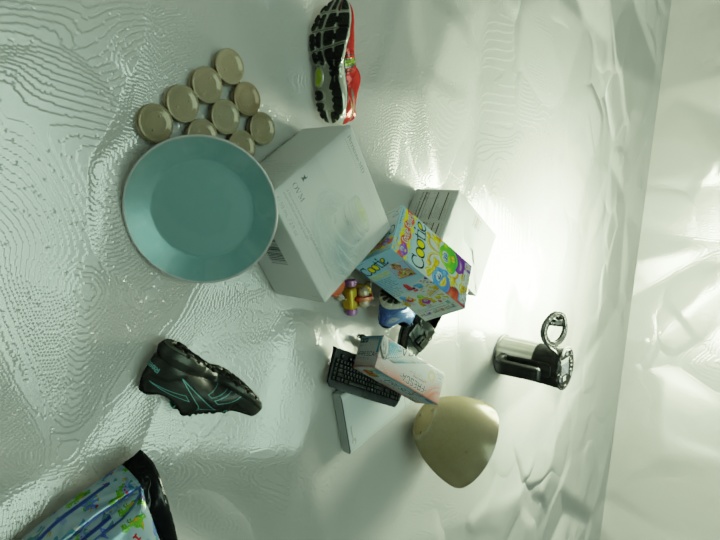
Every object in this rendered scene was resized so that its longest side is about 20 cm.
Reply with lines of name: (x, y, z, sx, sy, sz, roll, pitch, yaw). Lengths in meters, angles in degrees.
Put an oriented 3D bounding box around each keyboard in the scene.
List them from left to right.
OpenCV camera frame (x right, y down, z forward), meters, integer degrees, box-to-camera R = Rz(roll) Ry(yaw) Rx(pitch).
keyboard: (0.020, 0.189, 1.083, 0.199, 0.021, 0.128, 27, 64, -38)

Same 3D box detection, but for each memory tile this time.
memory tile: (-0.212, -0.205, 0.783, 0.200, 0.017, 0.154, -52, 131, -31)

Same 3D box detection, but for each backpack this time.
backpack: (-0.326, 0.351, 0.666, 0.199, 0.153, 0.164, -18, 117, -32)

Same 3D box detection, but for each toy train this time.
toy train: (0.000, 0.000, 1.029, 0.200, 0.055, 0.151, -46, 128, -34)

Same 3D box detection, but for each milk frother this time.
milk frother: (0.468, 0.204, 1.496, 0.180, 0.187, 0.202, 17, 83, -49)

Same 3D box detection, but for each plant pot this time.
plant pot: (0.196, 0.366, 1.238, 0.134, 0.200, 0.201, 29, 70, -10)

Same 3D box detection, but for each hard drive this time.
hard drive: (0.028, 0.265, 1.127, 0.199, 0.027, 0.133, -26, 115, -43)

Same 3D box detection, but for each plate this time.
plate: (-0.211, -0.081, 0.732, 0.199, 0.026, 0.202, -4, 111, -9)

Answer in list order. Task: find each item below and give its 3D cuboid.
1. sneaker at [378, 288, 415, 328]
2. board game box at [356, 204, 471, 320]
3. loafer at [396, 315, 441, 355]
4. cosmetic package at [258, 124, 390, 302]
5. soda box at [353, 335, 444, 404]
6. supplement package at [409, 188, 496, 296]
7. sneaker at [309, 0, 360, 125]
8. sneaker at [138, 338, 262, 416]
sneaker: (0.092, 0.064, 1.143, 0.200, 0.078, 0.090, -23, 135, -51)
board game box: (0.100, -0.009, 1.018, 0.200, 0.105, 0.104, 37, 51, -27)
loafer: (0.141, 0.109, 1.186, 0.072, 0.063, 0.201, 57, 48, -33)
cosmetic package: (-0.076, -0.093, 0.878, 0.200, 0.122, 0.200, -49, 130, -33)
soda box: (0.080, 0.199, 1.082, 0.200, 0.063, 0.069, 36, 60, -35)
supplement package: (0.188, -0.060, 1.191, 0.200, 0.110, 0.157, 37, 69, -46)
sneaker: (-0.036, -0.350, 0.931, 0.085, 0.077, 0.202, -22, 119, -57)
sneaker: (-0.229, 0.173, 0.798, 0.200, 0.075, 0.079, 42, 79, -37)
